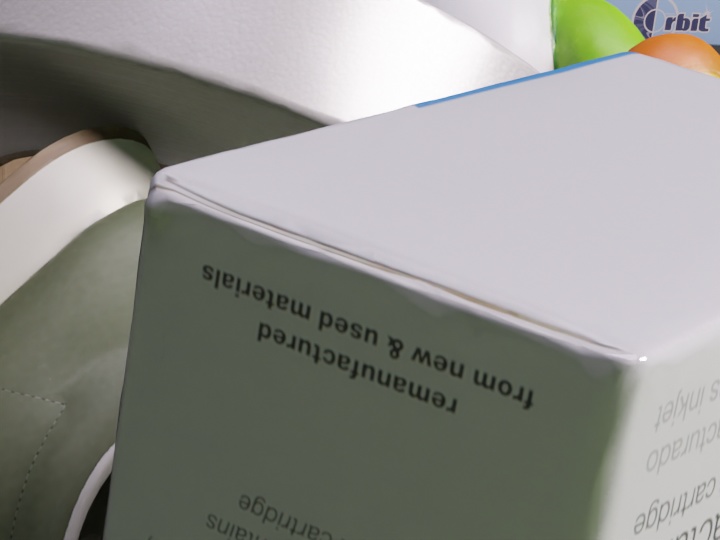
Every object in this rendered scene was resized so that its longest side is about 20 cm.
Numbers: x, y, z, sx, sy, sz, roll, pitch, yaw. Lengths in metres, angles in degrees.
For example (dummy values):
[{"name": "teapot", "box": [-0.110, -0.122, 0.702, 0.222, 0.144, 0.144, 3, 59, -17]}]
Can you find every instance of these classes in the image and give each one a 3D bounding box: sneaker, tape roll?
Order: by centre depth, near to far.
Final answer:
[{"name": "sneaker", "box": [-0.083, 0.069, 0.485, 0.090, 0.200, 0.067, 39, -9, 21]}, {"name": "tape roll", "box": [-0.033, -0.018, 0.585, 0.202, 0.037, 0.203, 15, -21, 6]}]

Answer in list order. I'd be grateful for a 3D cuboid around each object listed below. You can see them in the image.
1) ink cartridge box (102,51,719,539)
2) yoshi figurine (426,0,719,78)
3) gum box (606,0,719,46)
[{"name": "ink cartridge box", "box": [0.027, 0.078, 0.414, 0.083, 0.201, 0.145, 20, 22, 29]}, {"name": "yoshi figurine", "box": [0.018, -0.090, 0.700, 0.112, 0.112, 0.200, 8, 35, -35]}, {"name": "gum box", "box": [0.136, -0.175, 1.451, 0.169, 0.045, 0.200, 0, 19, -21]}]
